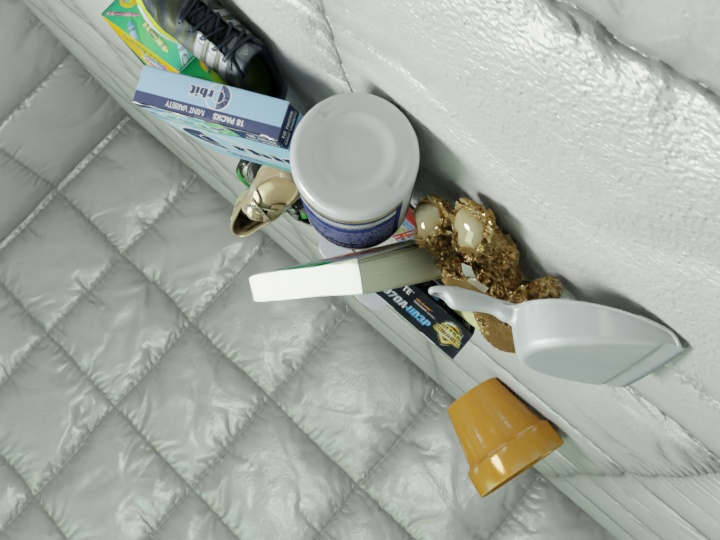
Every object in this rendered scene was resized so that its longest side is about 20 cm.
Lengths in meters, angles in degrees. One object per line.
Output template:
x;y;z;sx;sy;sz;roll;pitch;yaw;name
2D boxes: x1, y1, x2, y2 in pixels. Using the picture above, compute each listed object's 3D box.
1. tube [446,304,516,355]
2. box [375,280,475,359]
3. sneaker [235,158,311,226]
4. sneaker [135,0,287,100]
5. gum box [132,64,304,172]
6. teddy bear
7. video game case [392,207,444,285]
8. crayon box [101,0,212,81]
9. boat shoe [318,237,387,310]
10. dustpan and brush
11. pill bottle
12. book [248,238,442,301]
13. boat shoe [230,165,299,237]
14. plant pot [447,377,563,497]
0.183;0.074;0.836;0.058;0.052;0.200;59;169;-21;tube
0.092;0.045;0.977;0.159;0.046;0.200;41;-171;8;box
-0.110;-0.130;1.070;0.200;0.078;0.085;29;-169;-47;sneaker
-0.141;-0.238;0.692;0.081;0.074;0.200;27;172;42;sneaker
-0.126;-0.158;0.769;0.169;0.045;0.200;18;180;16;gum box
0.125;-0.002;0.664;0.200;0.067;0.145;45;155;-18;teddy bear
0.089;-0.026;0.880;0.200;0.017;0.143;42;174;-7;video game case
-0.265;-0.305;0.972;0.200;0.058;0.119;39;173;28;crayon box
-0.016;0.007;1.473;0.200;0.072;0.068;44;172;3;boat shoe
0.157;0.050;0.600;0.199;0.058;0.140;7;157;0;dustpan and brush
-0.005;-0.081;0.661;0.111;0.111;0.200;41;173;7;pill bottle
0.000;0.000;0.717;0.133;0.048;0.200;-7;-175;33;book
-0.137;-0.098;0.990;0.072;0.065;0.200;31;153;-21;boat shoe
0.280;0.331;1.405;0.184;0.200;0.200;56;179;23;plant pot
